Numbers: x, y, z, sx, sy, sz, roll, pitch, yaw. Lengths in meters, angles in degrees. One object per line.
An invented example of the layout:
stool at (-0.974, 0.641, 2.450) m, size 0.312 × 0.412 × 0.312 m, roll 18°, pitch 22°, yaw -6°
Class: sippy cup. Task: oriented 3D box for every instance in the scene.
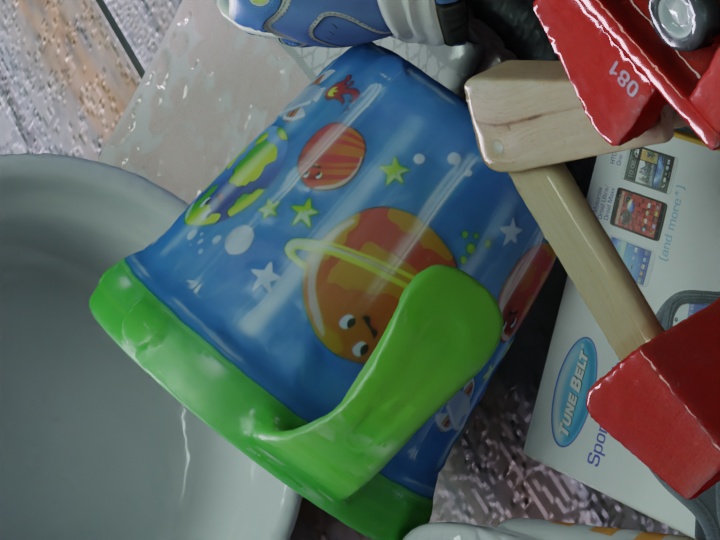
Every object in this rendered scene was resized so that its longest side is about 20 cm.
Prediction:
sippy cup at (0.000, 0.000, 0.810) m, size 0.178 × 0.139 × 0.131 m, roll 39°, pitch 92°, yaw 36°

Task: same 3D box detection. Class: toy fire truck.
toy fire truck at (0.068, -0.052, 0.673) m, size 0.200 × 0.049 × 0.141 m, roll 51°, pitch 144°, yaw 18°

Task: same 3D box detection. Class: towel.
towel at (-0.031, -0.054, 0.974) m, size 0.200 × 0.032 × 0.192 m, roll 50°, pitch 123°, yaw 45°

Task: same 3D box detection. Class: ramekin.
ramekin at (-0.128, 0.064, 0.911) m, size 0.098 × 0.199 × 0.202 m, roll 158°, pitch 115°, yaw -67°

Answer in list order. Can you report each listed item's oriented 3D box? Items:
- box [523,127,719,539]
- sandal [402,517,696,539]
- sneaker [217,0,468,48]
box at (0.124, 0.026, 0.754) m, size 0.199 × 0.041 × 0.120 m, roll 22°, pitch 101°, yaw 49°
sandal at (0.105, 0.123, 0.755) m, size 0.205 × 0.059 × 0.080 m, roll 10°, pitch 109°, yaw 32°
sneaker at (-0.014, -0.120, 0.820) m, size 0.200 × 0.076 × 0.076 m, roll -114°, pitch 18°, yaw -75°
